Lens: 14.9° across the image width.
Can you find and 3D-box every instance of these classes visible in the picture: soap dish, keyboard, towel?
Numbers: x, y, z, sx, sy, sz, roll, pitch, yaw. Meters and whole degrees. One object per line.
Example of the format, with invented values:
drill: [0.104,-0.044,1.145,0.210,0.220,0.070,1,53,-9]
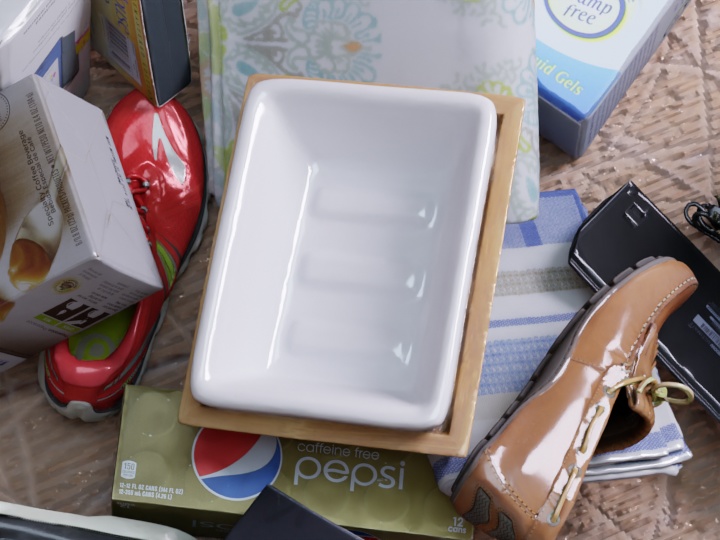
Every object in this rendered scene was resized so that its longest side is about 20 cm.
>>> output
soap dish: [0.000,0.000,1.457,0.156,0.081,0.201,5,71,16]
keyboard: [0.210,0.030,1.560,0.200,0.021,0.127,47,51,1]
towel: [0.002,-0.115,1.530,0.199,0.048,0.172,2,110,18]
towel: [0.086,0.039,1.526,0.146,0.024,0.201,-6,51,-16]

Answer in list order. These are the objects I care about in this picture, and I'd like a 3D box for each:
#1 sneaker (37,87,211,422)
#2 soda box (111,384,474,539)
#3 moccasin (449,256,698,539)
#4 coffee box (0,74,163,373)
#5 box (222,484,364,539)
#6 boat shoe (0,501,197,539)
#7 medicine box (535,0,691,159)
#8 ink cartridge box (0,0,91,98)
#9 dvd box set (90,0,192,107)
sneaker: [-0.128,-0.014,1.533,0.077,0.085,0.201,12,71,-2]
soda box: [-0.036,0.113,1.511,0.199,0.064,0.068,7,70,-4]
moccasin: [0.127,0.069,1.444,0.078,0.074,0.201,34,49,7]
coffee box: [-0.222,-0.004,1.478,0.199,0.080,0.115,-28,69,16]
box: [-0.053,0.236,1.423,0.106,0.122,0.200,26,69,34]
boat shoe: [-0.186,0.163,1.477,0.199,0.072,0.068,10,67,-4]
medicine box: [0.111,-0.203,1.592,0.182,0.103,0.200,35,83,7]
ink cartridge box: [-0.228,-0.148,1.509,0.145,0.200,0.088,34,69,7]
dvd box set: [-0.173,-0.197,1.535,0.029,0.147,0.200,-39,64,-19]
